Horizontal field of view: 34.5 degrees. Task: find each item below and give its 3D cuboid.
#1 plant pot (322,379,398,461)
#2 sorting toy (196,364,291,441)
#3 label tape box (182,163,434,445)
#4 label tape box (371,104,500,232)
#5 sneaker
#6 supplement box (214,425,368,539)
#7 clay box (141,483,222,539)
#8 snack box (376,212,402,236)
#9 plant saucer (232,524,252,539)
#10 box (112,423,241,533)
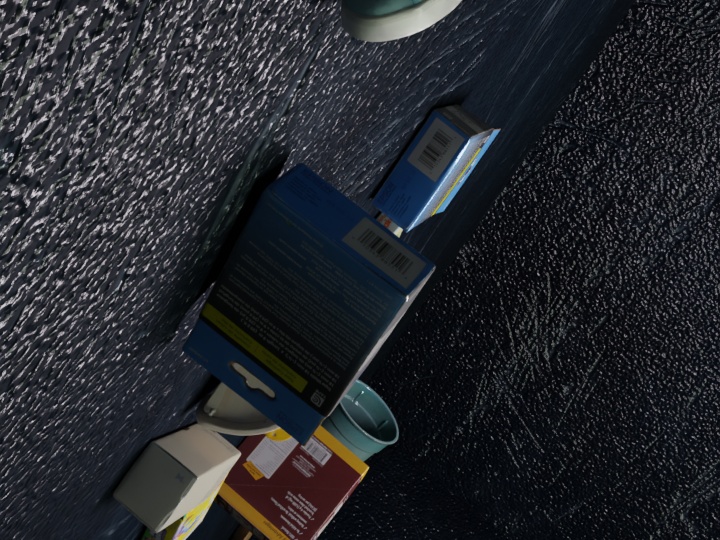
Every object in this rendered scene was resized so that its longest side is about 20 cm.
[{"bbox_3d":[-0.045,0.390,2.739,0.196,0.200,0.200,-46,175,21],"label":"plant pot"},{"bbox_3d":[-0.091,0.089,1.371,0.201,0.106,0.180,-54,-168,17],"label":"sorting toy"},{"bbox_3d":[-0.049,0.032,0.988,0.201,0.144,0.063,-57,173,38],"label":"label tape box"},{"bbox_3d":[0.100,-0.137,1.499,0.145,0.063,0.200,-55,173,18],"label":"label tape box"},{"bbox_3d":[0.055,-0.237,0.771,0.200,0.074,0.082,-45,141,-19],"label":"sneaker"},{"bbox_3d":[-0.125,0.363,1.988,0.200,0.197,0.133,-49,172,-18],"label":"supplement box"},{"bbox_3d":[-0.251,0.337,1.653,0.115,0.047,0.201,-46,169,-43],"label":"clay box"},{"bbox_3d":[0.000,0.000,1.643,0.116,0.037,0.200,-49,172,-26],"label":"snack box"},{"bbox_3d":[-0.291,0.679,3.160,0.201,0.035,0.200,-52,174,-8],"label":"plant saucer"},{"bbox_3d":[-0.207,0.234,1.339,0.082,0.068,0.200,-53,173,2],"label":"box"}]
